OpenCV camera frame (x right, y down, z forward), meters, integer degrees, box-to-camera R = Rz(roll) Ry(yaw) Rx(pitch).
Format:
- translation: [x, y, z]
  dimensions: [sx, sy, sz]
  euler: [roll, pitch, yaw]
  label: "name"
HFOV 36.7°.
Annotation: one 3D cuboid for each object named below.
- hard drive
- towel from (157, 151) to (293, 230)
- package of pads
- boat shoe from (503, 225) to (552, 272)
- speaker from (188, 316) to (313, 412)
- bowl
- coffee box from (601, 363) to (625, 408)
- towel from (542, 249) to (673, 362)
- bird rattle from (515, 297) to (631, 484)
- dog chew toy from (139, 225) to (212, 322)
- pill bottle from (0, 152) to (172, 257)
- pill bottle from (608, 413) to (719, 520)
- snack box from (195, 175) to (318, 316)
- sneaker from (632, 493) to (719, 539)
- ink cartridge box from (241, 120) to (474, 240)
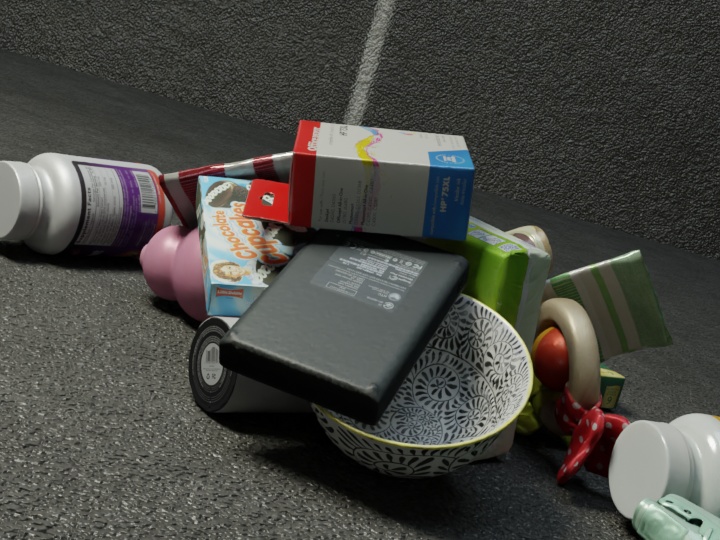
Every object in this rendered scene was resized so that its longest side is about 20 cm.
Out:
- translation: [-0.008, 0.032, 0.891]
  dimensions: [0.137, 0.033, 0.200]
  euler: [19, 38, 17]
  label: "hard drive"
- translation: [-0.099, -0.075, 1.146]
  dimensions: [0.196, 0.023, 0.145]
  euler: [-9, -28, 3]
  label: "towel"
- translation: [0.090, 0.052, 1.021]
  dimensions: [0.067, 0.204, 0.154]
  euler: [-3, 21, -37]
  label: "package of pads"
- translation: [0.117, -0.001, 1.128]
  dimensions: [0.064, 0.073, 0.199]
  euler: [-9, -4, -31]
  label: "boat shoe"
- translation: [-0.051, 0.087, 0.972]
  dimensions: [0.197, 0.083, 0.081]
  euler: [7, 15, -40]
  label: "speaker"
- translation: [0.039, 0.107, 0.904]
  dimensions: [0.196, 0.096, 0.202]
  euler: [4, 37, -3]
  label: "bowl"
- translation: [0.213, 0.106, 1.323]
  dimensions: [0.121, 0.045, 0.200]
  euler: [9, 14, -32]
  label: "coffee box"
- translation: [0.216, 0.061, 1.140]
  dimensions: [0.024, 0.197, 0.153]
  euler: [-92, 156, -43]
  label: "towel"
- translation: [0.190, 0.111, 1.039]
  dimensions: [0.110, 0.167, 0.200]
  euler: [-3, 5, -4]
  label: "bird rattle"
- translation: [-0.140, 0.004, 1.135]
  dimensions: [0.196, 0.127, 0.124]
  euler: [13, 11, 18]
  label: "dog chew toy"
- translation: [-0.320, -0.073, 1.228]
  dimensions: [0.110, 0.113, 0.198]
  euler: [26, 15, 38]
  label: "pill bottle"
- translation: [0.323, 0.188, 0.953]
  dimensions: [0.197, 0.115, 0.113]
  euler: [12, 13, -21]
  label: "pill bottle"
- translation: [-0.093, -0.024, 1.021]
  dimensions: [0.114, 0.038, 0.201]
  euler: [4, 31, -15]
  label: "snack box"
- translation: [0.244, 0.220, 0.791]
  dimensions: [0.117, 0.075, 0.200]
  euler: [29, 6, 20]
  label: "sneaker"
- translation: [-0.003, -0.084, 0.972]
  dimensions: [0.196, 0.069, 0.117]
  euler: [5, 21, -3]
  label: "ink cartridge box"
